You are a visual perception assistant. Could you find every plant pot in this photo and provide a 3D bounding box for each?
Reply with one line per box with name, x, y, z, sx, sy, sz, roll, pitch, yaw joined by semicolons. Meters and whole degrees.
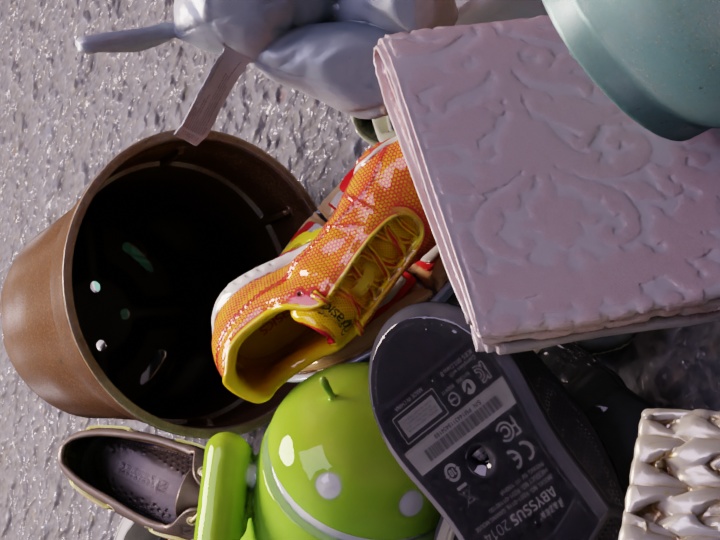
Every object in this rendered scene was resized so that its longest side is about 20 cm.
plant pot;-0.149;0.023;1.116;0.198;0.199;0.202;-16;65;57
plant pot;0.165;-0.144;0.735;0.134;0.199;0.202;-37;50;32

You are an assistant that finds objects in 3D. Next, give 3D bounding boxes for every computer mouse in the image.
computer mouse;0.076;0.104;0.772;0.138;0.053;0.201;-36;79;33

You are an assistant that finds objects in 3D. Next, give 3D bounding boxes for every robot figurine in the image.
robot figurine;-0.006;0.135;0.912;0.116;0.174;0.201;-89;13;-47

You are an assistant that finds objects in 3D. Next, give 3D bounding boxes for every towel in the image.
towel;0.122;-0.053;0.791;0.032;0.198;0.192;101;158;-55

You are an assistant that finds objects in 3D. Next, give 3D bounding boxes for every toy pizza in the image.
toy pizza;0.002;-0.017;0.981;0.199;0.032;0.201;-33;29;21

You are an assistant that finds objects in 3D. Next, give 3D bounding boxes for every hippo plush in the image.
hippo plush;-0.032;-0.164;0.931;0.200;0.159;0.161;-47;12;12

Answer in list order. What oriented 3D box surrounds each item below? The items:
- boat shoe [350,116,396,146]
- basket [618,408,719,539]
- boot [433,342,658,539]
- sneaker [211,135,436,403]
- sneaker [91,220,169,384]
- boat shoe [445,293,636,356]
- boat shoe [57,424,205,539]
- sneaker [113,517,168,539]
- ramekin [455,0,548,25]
boat shoe;0.021;-0.107;0.985;0.062;0.072;0.200;-24;23;-3
basket;0.201;0.130;0.613;0.198;0.136;0.125;2;70;26
boot;0.116;0.146;0.811;0.153;0.073;0.205;28;115;40
sneaker;0.000;0.000;0.879;0.200;0.073;0.077;-45;33;17
sneaker;-0.193;0.008;1.265;0.087;0.074;0.202;1;79;57
boat shoe;0.084;0.038;0.920;0.199;0.073;0.062;-4;118;45
boat shoe;-0.108;0.148;1.052;0.198;0.059;0.072;17;85;25
sneaker;-0.137;0.227;1.126;0.200;0.070;0.099;-51;56;21
ramekin;0.090;-0.225;0.956;0.200;0.097;0.202;-23;59;46
